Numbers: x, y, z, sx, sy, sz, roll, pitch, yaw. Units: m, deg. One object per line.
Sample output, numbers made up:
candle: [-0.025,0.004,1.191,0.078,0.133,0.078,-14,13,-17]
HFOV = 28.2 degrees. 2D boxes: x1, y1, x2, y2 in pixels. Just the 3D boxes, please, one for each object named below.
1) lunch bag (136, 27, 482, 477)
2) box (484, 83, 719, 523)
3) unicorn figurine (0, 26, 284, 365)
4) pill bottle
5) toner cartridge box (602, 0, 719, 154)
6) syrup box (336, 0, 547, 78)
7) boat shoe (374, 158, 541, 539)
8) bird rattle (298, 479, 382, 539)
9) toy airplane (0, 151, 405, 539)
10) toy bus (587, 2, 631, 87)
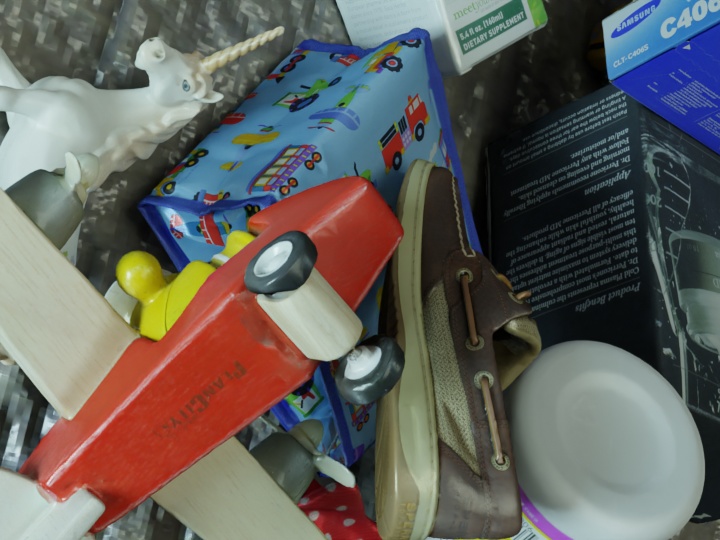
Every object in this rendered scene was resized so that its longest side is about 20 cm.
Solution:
lunch bag: [0.000,0.000,0.756,0.151,0.094,0.201,-49,127,-36]
box: [0.182,0.024,0.847,0.199,0.124,0.198,23,58,-38]
unicorn figurine: [-0.144,-0.051,0.648,0.137,0.074,0.201,24,89,-38]
pill bottle: [0.080,0.125,0.727,0.104,0.200,0.105,12,54,-18]
toner cartridge box: [0.234,-0.102,0.799,0.199,0.095,0.043,24,52,-38]
syrup box: [0.021,-0.209,0.777,0.079,0.081,0.201,-33,111,-36]
boat shoe: [0.045,0.033,0.647,0.071,0.072,0.201,5,46,-3]
bird rattle: [-0.056,0.198,0.714,0.200,0.112,0.164,-43,128,-47]
toy airplane: [-0.089,0.049,0.602,0.198,0.141,0.201,1,111,-18]
toy bus: [0.241,-0.125,0.971,0.199,0.065,0.079,32,68,-35]
